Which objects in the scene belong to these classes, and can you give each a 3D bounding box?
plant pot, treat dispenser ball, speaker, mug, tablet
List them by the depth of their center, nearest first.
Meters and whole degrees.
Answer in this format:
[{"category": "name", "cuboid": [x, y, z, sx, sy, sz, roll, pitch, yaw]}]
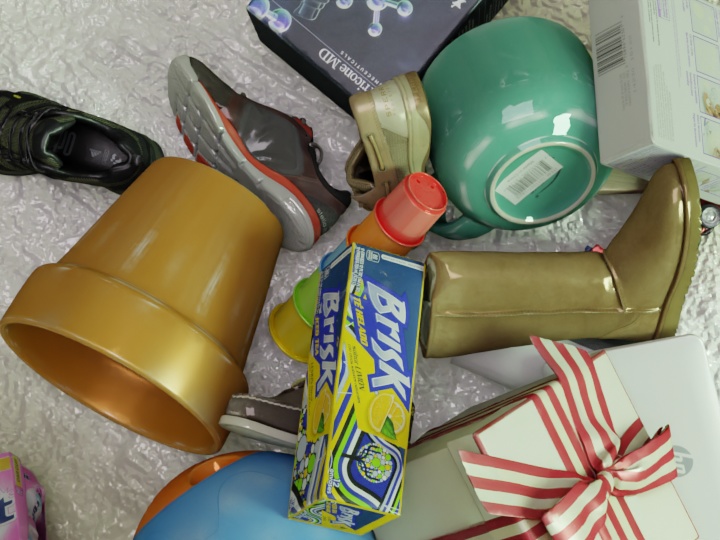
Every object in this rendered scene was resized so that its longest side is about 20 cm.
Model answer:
[{"category": "treat dispenser ball", "cuboid": [-0.082, 0.240, 1.318, 0.199, 0.201, 0.203, 0, 83, 4]}, {"category": "tablet", "cuboid": [0.228, 0.151, 1.347, 0.129, 0.014, 0.201, -11, 108, 20]}, {"category": "mug", "cuboid": [0.128, -0.095, 1.366, 0.151, 0.186, 0.115, -8, 46, -10]}, {"category": "plant pot", "cuboid": [-0.157, 0.018, 1.367, 0.199, 0.200, 0.184, 26, 70, 7]}, {"category": "speaker", "cuboid": [0.175, 0.076, 1.384, 0.199, 0.081, 0.082, 23, 85, 7]}]

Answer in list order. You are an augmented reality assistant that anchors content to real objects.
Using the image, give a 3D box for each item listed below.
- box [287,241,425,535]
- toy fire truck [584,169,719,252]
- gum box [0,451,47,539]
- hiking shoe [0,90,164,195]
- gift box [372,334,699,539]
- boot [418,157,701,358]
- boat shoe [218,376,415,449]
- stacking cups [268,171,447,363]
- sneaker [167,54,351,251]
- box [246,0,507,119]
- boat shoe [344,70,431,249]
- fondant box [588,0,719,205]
[{"category": "box", "cuboid": [-0.002, 0.087, 1.261, 0.064, 0.070, 0.201, 16, 64, -20]}, {"category": "toy fire truck", "cuboid": [0.229, -0.069, 1.414, 0.141, 0.049, 0.200, 42, 88, 8]}, {"category": "gum box", "cuboid": [-0.344, 0.237, 1.375, 0.199, 0.066, 0.114, -23, 42, 1]}, {"category": "hiking shoe", "cuboid": [-0.265, -0.115, 1.426, 0.198, 0.101, 0.076, 11, 83, 5]}, {"category": "gift box", "cuboid": [0.118, 0.168, 1.280, 0.184, 0.186, 0.201, -33, 95, -41]}, {"category": "boot", "cuboid": [0.149, -0.004, 1.287, 0.198, 0.066, 0.176, -1, 125, -6]}, {"category": "boat shoe", "cuboid": [-0.030, 0.115, 1.347, 0.072, 0.199, 0.060, 9, 84, 46]}, {"category": "stacking cups", "cuboid": [0.000, 0.000, 1.354, 0.061, 0.060, 0.200, 52, 132, 8]}, {"category": "sneaker", "cuboid": [-0.084, -0.107, 1.441, 0.082, 0.077, 0.200, -35, 82, -28]}, {"category": "box", "cuboid": [0.026, -0.234, 1.420, 0.148, 0.107, 0.200, 40, 87, 7]}, {"category": "boat shoe", "cuboid": [0.018, -0.082, 1.359, 0.064, 0.201, 0.072, -14, 56, -8]}, {"category": "fondant box", "cuboid": [0.271, -0.134, 1.344, 0.199, 0.058, 0.145, 14, 66, -36]}]
